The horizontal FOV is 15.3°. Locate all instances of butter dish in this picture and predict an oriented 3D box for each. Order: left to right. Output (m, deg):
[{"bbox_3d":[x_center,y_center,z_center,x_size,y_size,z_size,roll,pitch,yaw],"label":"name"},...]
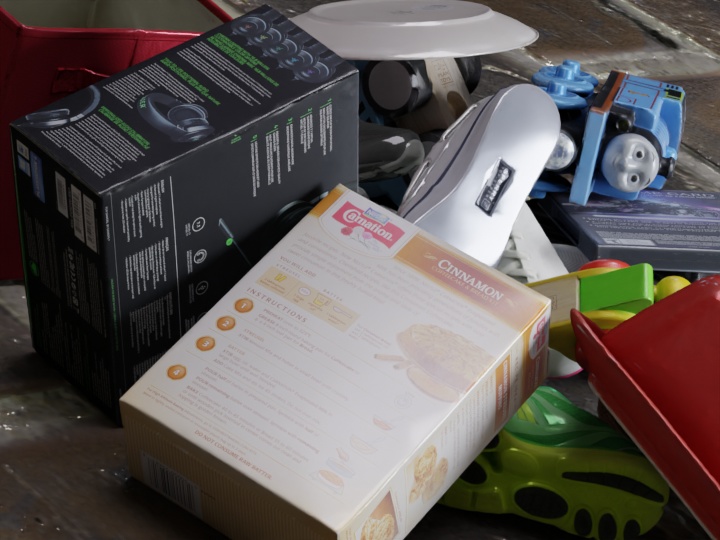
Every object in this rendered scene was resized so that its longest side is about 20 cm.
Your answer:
[{"bbox_3d":[0.236,0.074,1.553,0.200,0.148,0.200,51,5,18],"label":"butter dish"}]

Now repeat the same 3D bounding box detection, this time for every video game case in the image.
[{"bbox_3d":[0.210,-0.029,1.851,0.142,0.019,0.200,2,12,-8],"label":"video game case"}]

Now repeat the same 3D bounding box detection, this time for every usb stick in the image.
[{"bbox_3d":[0.187,-0.018,1.908,0.055,0.033,0.200,-4,16,-37],"label":"usb stick"}]

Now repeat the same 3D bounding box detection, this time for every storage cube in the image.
[{"bbox_3d":[-0.205,-0.110,1.707,0.170,0.180,0.200,-2,32,-38],"label":"storage cube"}]

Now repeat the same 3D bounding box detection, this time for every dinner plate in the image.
[{"bbox_3d":[0.029,-0.177,1.928,0.199,0.024,0.200,0,13,0],"label":"dinner plate"}]

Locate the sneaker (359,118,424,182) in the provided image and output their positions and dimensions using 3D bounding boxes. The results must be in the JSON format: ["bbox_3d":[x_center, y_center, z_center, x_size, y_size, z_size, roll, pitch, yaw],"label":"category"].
[{"bbox_3d":[-0.049,-0.097,1.830,0.199,0.080,0.075,3,3,29],"label":"sneaker"}]

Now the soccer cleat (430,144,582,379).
[{"bbox_3d":[0.093,-0.011,1.787,0.070,0.087,0.200,-27,46,-3],"label":"soccer cleat"}]

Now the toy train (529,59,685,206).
[{"bbox_3d":[0.172,-0.097,1.913,0.114,0.087,0.200,12,14,7],"label":"toy train"}]

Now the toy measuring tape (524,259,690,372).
[{"bbox_3d":[0.123,0.039,1.711,0.199,0.074,0.074,-14,12,25],"label":"toy measuring tape"}]

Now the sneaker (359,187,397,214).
[{"bbox_3d":[0.000,0.000,1.746,0.115,0.076,0.200,25,22,20],"label":"sneaker"}]

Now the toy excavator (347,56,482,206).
[{"bbox_3d":[-0.013,-0.115,1.970,0.100,0.199,0.195,-23,87,-57],"label":"toy excavator"}]

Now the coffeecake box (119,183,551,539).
[{"bbox_3d":[-0.011,0.065,1.497,0.153,0.073,0.200,29,56,24],"label":"coffeecake box"}]

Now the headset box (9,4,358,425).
[{"bbox_3d":[-0.092,-0.037,1.566,0.199,0.175,0.093,-29,48,-29],"label":"headset box"}]

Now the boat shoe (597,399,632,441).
[{"bbox_3d":[0.245,0.122,1.691,0.202,0.075,0.075,24,-9,27],"label":"boat shoe"}]

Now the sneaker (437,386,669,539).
[{"bbox_3d":[0.085,0.105,1.597,0.199,0.074,0.084,22,16,-11],"label":"sneaker"}]

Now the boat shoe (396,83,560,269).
[{"bbox_3d":[0.059,-0.034,1.732,0.074,0.200,0.065,46,-23,-20],"label":"boat shoe"}]

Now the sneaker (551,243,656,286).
[{"bbox_3d":[0.199,0.043,1.824,0.200,0.074,0.115,24,1,39],"label":"sneaker"}]
